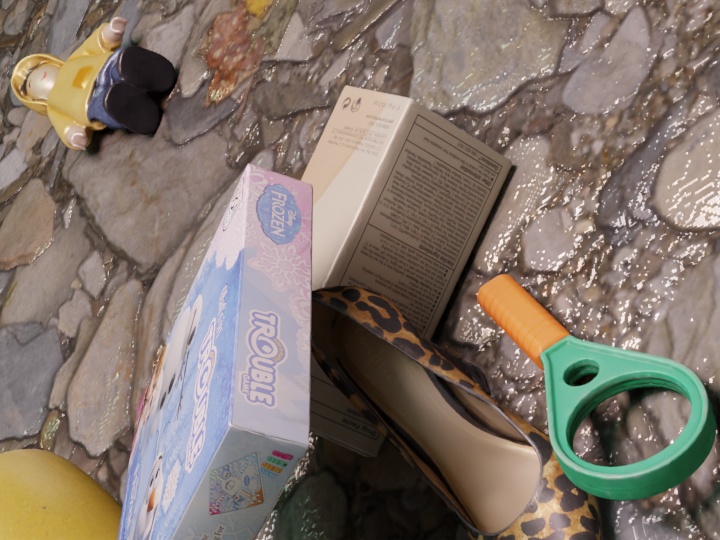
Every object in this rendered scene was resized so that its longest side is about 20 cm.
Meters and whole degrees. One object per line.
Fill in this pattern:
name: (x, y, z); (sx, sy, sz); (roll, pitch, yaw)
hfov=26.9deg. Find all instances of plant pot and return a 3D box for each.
plant pot: (-0.187, 0.229, 0.935); (0.141, 0.200, 0.201); (19, 82, 33)

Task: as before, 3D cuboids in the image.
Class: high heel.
high heel: (0.040, 0.087, 0.765); (0.071, 0.142, 0.200); (-50, 38, 13)

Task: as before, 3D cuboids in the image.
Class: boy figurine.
boy figurine: (-0.241, -0.168, 1.334); (0.200, 0.064, 0.125); (14, 81, 50)

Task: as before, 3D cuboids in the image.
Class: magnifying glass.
magnifying glass: (0.113, 0.052, 0.783); (0.079, 0.022, 0.200); (-32, 31, -5)

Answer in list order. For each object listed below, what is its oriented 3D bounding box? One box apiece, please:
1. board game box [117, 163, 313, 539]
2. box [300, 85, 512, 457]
board game box: (-0.080, 0.081, 0.785); (0.200, 0.043, 0.199); (-92, 25, -52)
box: (0.000, 0.000, 0.911); (0.078, 0.095, 0.201); (21, 84, 55)
